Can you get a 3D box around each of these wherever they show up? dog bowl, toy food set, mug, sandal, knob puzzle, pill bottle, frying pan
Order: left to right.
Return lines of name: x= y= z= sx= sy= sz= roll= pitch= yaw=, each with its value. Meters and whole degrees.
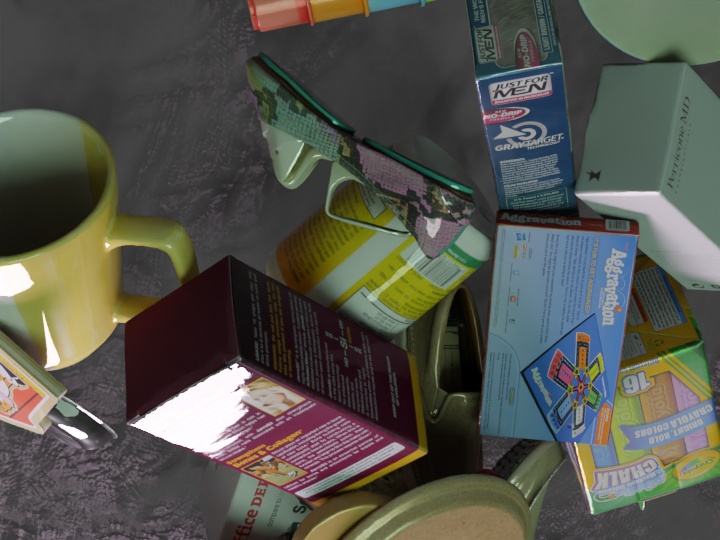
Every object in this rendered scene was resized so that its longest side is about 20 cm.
knob puzzle: x=-0.308 y=0.057 z=1.252 sx=0.031 sy=0.218 sz=0.220 roll=-51 pitch=132 yaw=-25
frying pan: x=-0.253 y=0.090 z=1.307 sx=0.031 sy=0.114 sz=0.190 roll=-62 pitch=151 yaw=-15
mug: x=-0.222 y=0.000 z=1.221 sx=0.149 sy=0.186 sz=0.154 roll=-36 pitch=143 yaw=-25
pill bottle: x=0.000 y=0.000 z=1.298 sx=0.200 sy=0.113 sz=0.113 roll=-41 pitch=124 yaw=18
sandal: x=0.016 y=0.194 z=1.385 sx=0.070 sy=0.077 sz=0.212 roll=-51 pitch=135 yaw=-12
toy food set: x=0.041 y=0.226 z=1.327 sx=0.198 sy=0.049 sz=0.199 roll=-22 pitch=137 yaw=-16
dog bowl: x=0.228 y=-0.245 z=1.182 sx=0.198 sy=0.079 sz=0.202 roll=-6 pitch=128 yaw=-8

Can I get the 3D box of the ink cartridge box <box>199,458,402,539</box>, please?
ink cartridge box: x=-0.022 y=0.178 z=1.447 sx=0.198 sy=0.084 sz=0.147 roll=8 pitch=126 yaw=-18

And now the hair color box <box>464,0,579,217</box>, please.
hair color box: x=0.113 y=-0.117 z=1.200 sx=0.060 sy=0.101 sz=0.200 roll=-9 pitch=149 yaw=6

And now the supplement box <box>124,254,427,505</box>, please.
supplement box: x=-0.058 y=0.083 z=1.217 sx=0.110 sy=0.086 sz=0.199 roll=-30 pitch=139 yaw=30

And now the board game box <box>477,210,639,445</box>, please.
board game box: x=0.143 y=0.046 z=1.274 sx=0.102 sy=0.020 sz=0.201 roll=5 pitch=127 yaw=4

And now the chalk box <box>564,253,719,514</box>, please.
chalk box: x=0.223 y=0.108 z=1.422 sx=0.123 sy=0.125 sz=0.201 roll=-18 pitch=129 yaw=3

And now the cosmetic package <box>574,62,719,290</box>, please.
cosmetic package: x=0.240 y=-0.064 z=1.265 sx=0.071 sy=0.102 sz=0.200 roll=3 pitch=162 yaw=37

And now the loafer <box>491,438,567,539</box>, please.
loafer: x=0.123 y=0.228 z=1.490 sx=0.068 sy=0.076 sz=0.201 roll=33 pitch=93 yaw=-4

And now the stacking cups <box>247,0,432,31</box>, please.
stacking cups: x=0.020 y=-0.200 z=1.182 sx=0.198 sy=0.061 sz=0.061 roll=-15 pitch=129 yaw=-1

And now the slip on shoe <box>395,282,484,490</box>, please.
slip on shoe: x=0.072 y=0.103 z=1.360 sx=0.076 sy=0.060 sz=0.202 roll=-4 pitch=90 yaw=-38

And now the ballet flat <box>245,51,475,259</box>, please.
ballet flat: x=-0.014 y=-0.075 z=1.205 sx=0.199 sy=0.069 sz=0.072 roll=34 pitch=96 yaw=13
